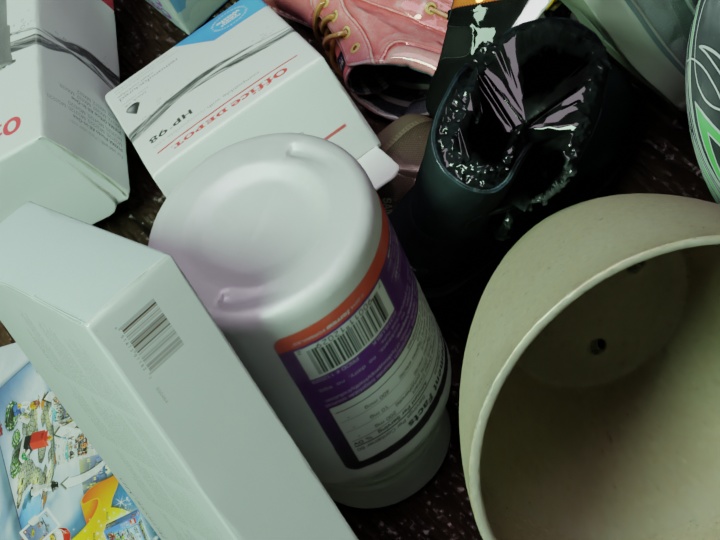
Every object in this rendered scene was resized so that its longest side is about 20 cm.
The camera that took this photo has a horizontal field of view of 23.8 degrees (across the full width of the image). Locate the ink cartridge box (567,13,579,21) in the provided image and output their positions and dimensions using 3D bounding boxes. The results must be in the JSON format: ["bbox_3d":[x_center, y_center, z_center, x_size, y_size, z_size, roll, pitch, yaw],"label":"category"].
[{"bbox_3d":[0.169,-0.208,0.943,0.199,0.117,0.068,-11,18,29],"label":"ink cartridge box"}]

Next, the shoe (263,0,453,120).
[{"bbox_3d":[-0.005,-0.152,1.036,0.199,0.072,0.091,13,62,25],"label":"shoe"}]

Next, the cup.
[{"bbox_3d":[0.130,0.043,0.803,0.200,0.201,0.143,-29,29,3],"label":"cup"}]

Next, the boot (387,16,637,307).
[{"bbox_3d":[0.095,-0.074,0.866,0.200,0.168,0.076,-40,81,-25],"label":"boot"}]

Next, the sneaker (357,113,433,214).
[{"bbox_3d":[0.000,0.000,0.940,0.075,0.071,0.200,30,75,29],"label":"sneaker"}]

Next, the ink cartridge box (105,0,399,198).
[{"bbox_3d":[-0.066,-0.080,0.971,0.116,0.067,0.200,-35,28,-3],"label":"ink cartridge box"}]

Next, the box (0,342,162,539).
[{"bbox_3d":[-0.149,0.122,0.942,0.136,0.038,0.201,-15,55,12],"label":"box"}]

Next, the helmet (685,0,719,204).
[{"bbox_3d":[0.249,-0.090,0.819,0.190,0.200,0.201,19,67,13],"label":"helmet"}]

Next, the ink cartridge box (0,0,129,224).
[{"bbox_3d":[-0.231,-0.109,1.078,0.145,0.083,0.201,-26,52,22],"label":"ink cartridge box"}]

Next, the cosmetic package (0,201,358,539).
[{"bbox_3d":[-0.087,0.069,0.780,0.052,0.200,0.151,-42,30,-21],"label":"cosmetic package"}]

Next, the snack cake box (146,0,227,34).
[{"bbox_3d":[-0.087,-0.267,1.146,0.200,0.067,0.115,-44,56,-8],"label":"snack cake box"}]

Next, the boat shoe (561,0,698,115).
[{"bbox_3d":[0.152,-0.141,0.875,0.072,0.201,0.070,-47,58,7],"label":"boat shoe"}]

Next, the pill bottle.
[{"bbox_3d":[-0.018,0.035,0.840,0.111,0.200,0.112,-10,52,13],"label":"pill bottle"}]

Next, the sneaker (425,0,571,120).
[{"bbox_3d":[0.079,-0.174,0.925,0.090,0.070,0.200,39,117,11],"label":"sneaker"}]
